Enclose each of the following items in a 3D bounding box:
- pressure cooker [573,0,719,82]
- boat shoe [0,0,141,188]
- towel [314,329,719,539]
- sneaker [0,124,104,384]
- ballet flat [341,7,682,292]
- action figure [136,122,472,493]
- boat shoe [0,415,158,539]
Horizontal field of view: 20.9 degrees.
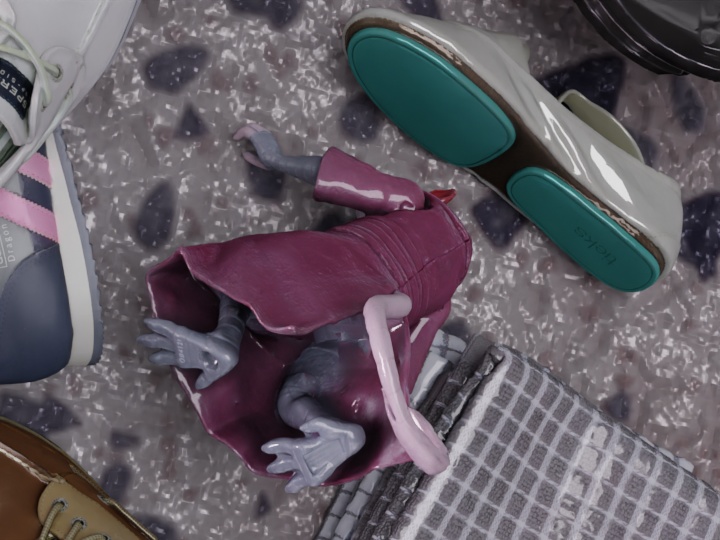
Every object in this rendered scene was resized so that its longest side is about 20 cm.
[{"bbox_3d":[0.175,-0.183,0.889,0.177,0.200,0.178,0,108,2],"label":"pressure cooker"},{"bbox_3d":[-0.139,-0.071,0.759,0.073,0.067,0.201,29,97,-21],"label":"boat shoe"},{"bbox_3d":[0.066,0.145,0.886,0.165,0.085,0.201,31,78,-15],"label":"towel"},{"bbox_3d":[-0.169,-0.049,0.824,0.081,0.070,0.202,-15,90,-20],"label":"sneaker"},{"bbox_3d":[0.076,-0.069,0.919,0.200,0.069,0.070,38,76,-17],"label":"ballet flat"},{"bbox_3d":[0.000,0.000,0.839,0.200,0.148,0.135,-38,111,-49],"label":"action figure"},{"bbox_3d":[-0.119,0.125,0.829,0.199,0.074,0.076,37,77,-14],"label":"boat shoe"}]
